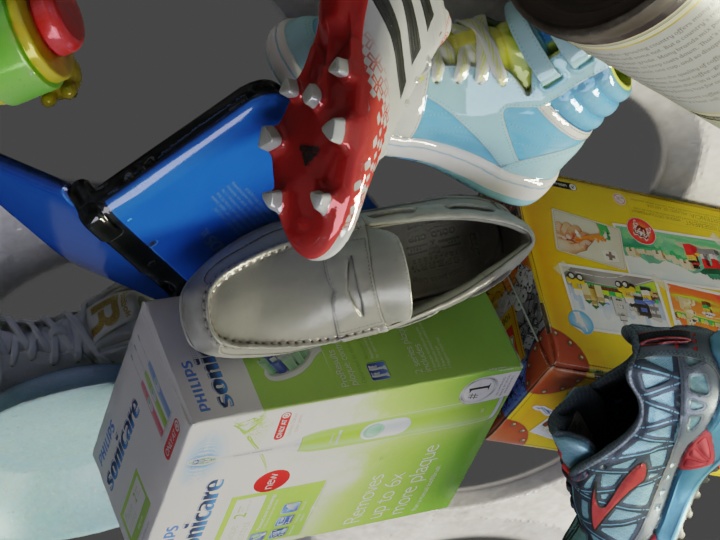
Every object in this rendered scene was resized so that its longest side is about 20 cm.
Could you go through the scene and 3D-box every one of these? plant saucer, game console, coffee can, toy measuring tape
[{"bbox_3d":[-0.166,0.099,1.469,0.200,0.039,0.201,-14,152,-8],"label":"plant saucer"},{"bbox_3d":[-0.106,-0.049,1.341,0.171,0.118,0.200,-35,154,4],"label":"game console"},{"bbox_3d":[0.188,-0.146,1.243,0.200,0.147,0.146,25,131,-39],"label":"coffee can"},{"bbox_3d":[-0.189,-0.136,1.223,0.073,0.074,0.200,-21,143,14],"label":"toy measuring tape"}]

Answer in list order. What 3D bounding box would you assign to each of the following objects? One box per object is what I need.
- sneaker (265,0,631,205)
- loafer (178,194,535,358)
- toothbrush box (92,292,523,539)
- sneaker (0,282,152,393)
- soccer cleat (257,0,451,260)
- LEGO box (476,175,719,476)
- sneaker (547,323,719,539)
[{"bbox_3d":[0.057,-0.116,1.313,0.200,0.080,0.131,18,132,-38],"label":"sneaker"},{"bbox_3d":[0.000,0.000,1.309,0.200,0.070,0.070,-19,-169,-30],"label":"loafer"},{"bbox_3d":[-0.032,0.077,1.389,0.200,0.086,0.146,-7,145,-26],"label":"toothbrush box"},{"bbox_3d":[-0.182,0.037,1.467,0.116,0.074,0.200,-38,145,29],"label":"sneaker"},{"bbox_3d":[0.005,-0.101,1.232,0.085,0.201,0.069,13,169,-40],"label":"soccer cleat"},{"bbox_3d":[0.162,0.033,1.477,0.200,0.149,0.077,11,138,-26],"label":"LEGO box"},{"bbox_3d":[0.140,0.096,1.382,0.095,0.079,0.200,14,129,-16],"label":"sneaker"}]
